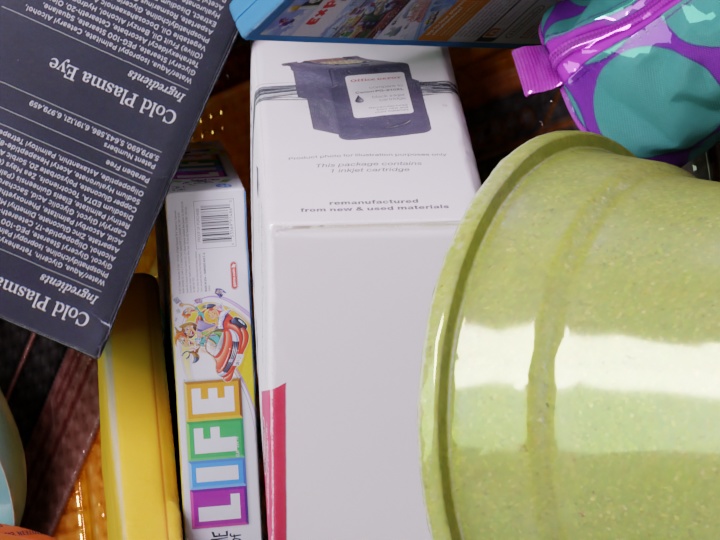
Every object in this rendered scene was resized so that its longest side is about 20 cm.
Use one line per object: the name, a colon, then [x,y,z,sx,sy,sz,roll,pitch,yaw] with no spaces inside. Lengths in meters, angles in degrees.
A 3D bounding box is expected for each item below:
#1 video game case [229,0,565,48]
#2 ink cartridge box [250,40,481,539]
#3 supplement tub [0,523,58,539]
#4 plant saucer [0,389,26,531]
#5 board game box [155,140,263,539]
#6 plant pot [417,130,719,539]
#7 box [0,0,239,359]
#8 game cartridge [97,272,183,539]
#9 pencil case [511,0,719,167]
video game case: [0.065,-0.130,0.977,0.143,0.200,0.018,-39,66,38]
ink cartridge box: [0.000,0.000,1.028,0.200,0.084,0.145,-97,7,-62]
supplement tub: [-0.194,0.233,1.284,0.122,0.122,0.200,32,111,43]
plant saucer: [-0.233,0.056,1.344,0.200,0.027,0.200,37,148,29]
board game box: [-0.067,0.052,1.147,0.134,0.034,0.200,-123,30,-77]
plant pot: [0.150,0.050,0.900,0.184,0.200,0.201,0,87,36]
box: [-0.134,-0.072,1.117,0.182,0.104,0.200,-68,13,-2]
game cartridge: [-0.094,0.131,1.160,0.176,0.032,0.200,96,165,-56]
pencil case: [0.154,-0.117,0.961,0.200,0.092,0.085,-39,60,39]
